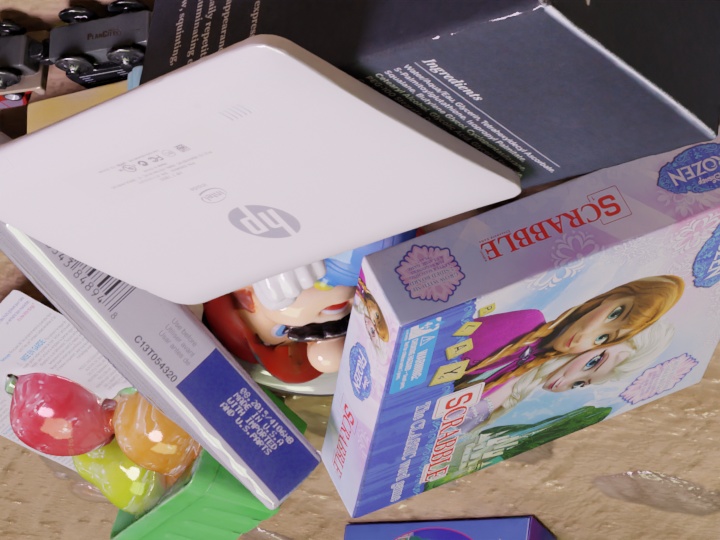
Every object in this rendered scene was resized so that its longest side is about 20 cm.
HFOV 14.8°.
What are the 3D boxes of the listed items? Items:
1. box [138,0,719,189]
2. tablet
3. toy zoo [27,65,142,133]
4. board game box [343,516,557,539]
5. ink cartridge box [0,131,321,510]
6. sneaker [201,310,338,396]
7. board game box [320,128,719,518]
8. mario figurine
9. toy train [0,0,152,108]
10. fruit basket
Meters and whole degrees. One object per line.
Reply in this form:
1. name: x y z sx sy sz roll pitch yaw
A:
1. box: 0.029 -0.114 1.032 0.200 0.149 0.107 -13 147 40
2. tablet: -0.051 -0.032 1.041 0.130 0.014 0.200 28 150 -35
3. toy zoo: -0.072 -0.051 1.306 0.131 0.021 0.200 -7 157 14
4. board game box: 0.045 0.257 1.742 0.134 0.200 0.045 -5 152 28
5. ink cartridge box: -0.121 0.013 1.347 0.196 0.043 0.200 48 174 -24
6. sneaker: 0.023 0.008 1.386 0.200 0.076 0.115 2 153 -5
7. board game box: 0.086 0.025 1.292 0.199 0.041 0.200 -21 155 -17
8. mario figurine: 0.000 0.000 1.262 0.123 0.106 0.200 24 146 -18
9. toy train: -0.170 -0.093 1.280 0.200 0.034 0.046 -6 161 28
10. fruit basket: -0.138 0.080 1.596 0.200 0.094 0.185 33 149 -11
